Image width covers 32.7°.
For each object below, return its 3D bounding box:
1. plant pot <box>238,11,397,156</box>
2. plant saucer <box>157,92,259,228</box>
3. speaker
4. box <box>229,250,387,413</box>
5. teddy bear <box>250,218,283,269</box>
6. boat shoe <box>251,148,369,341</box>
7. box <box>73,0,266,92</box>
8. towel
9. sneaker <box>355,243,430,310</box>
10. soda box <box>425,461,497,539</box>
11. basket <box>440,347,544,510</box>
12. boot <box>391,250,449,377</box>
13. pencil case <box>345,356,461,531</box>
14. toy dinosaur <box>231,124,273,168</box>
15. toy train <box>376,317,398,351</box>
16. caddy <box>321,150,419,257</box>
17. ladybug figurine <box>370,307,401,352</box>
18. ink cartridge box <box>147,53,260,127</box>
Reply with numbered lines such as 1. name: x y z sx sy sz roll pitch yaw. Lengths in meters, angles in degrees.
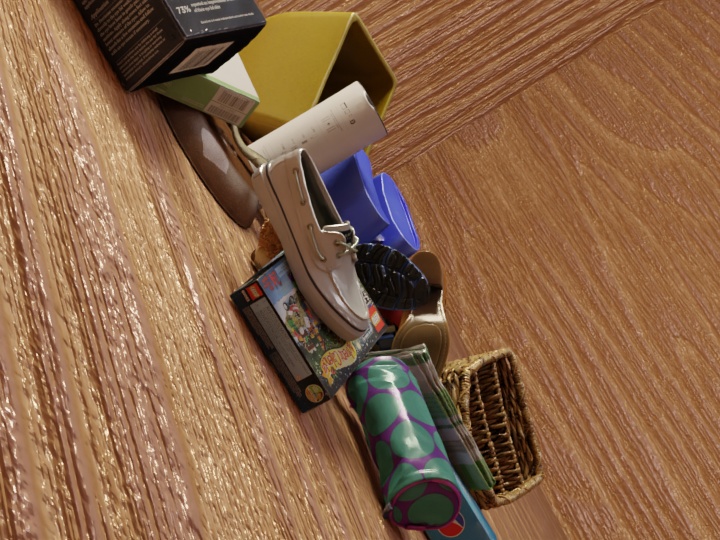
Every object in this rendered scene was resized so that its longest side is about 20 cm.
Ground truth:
1. plant pot: -0.095 -0.256 1.793 0.199 0.197 0.194 14 -17 27
2. plant saucer: -0.171 -0.145 1.459 0.201 0.037 0.200 58 5 -8
3. speaker: -0.069 -0.161 1.592 0.082 0.199 0.081 59 1 -1
4. box: -0.047 0.043 1.263 0.137 0.038 0.200 58 24 -7
5. teddy bear: -0.065 0.033 1.376 0.201 0.066 0.145 58 24 -15
6. boat shoe: -0.037 -0.027 1.231 0.201 0.067 0.074 59 25 -3
7. box: -0.218 -0.306 1.284 0.148 0.104 0.201 -26 85 -55
8. towel: 0.078 0.185 1.526 0.149 0.031 0.201 -13 -70 56
9. sneaker: 0.000 0.000 1.528 0.199 0.076 0.078 21 -2 23
10. soda box: 0.089 0.262 1.468 0.201 0.064 0.068 59 6 -4
11. basket: 0.162 0.218 1.659 0.143 0.148 0.202 -24 102 -84
12. boot: 0.086 0.079 1.644 0.155 0.073 0.202 68 30 -79
13. pencil case: 0.043 0.190 1.350 0.085 0.093 0.201 14 34 -27
14. toy dinosaur: -0.102 -0.110 1.503 0.200 0.047 0.088 46 13 -43
15. toy train: 0.053 0.151 1.675 0.046 0.034 0.201 -80 157 -56
16. caddy: -0.005 -0.070 1.658 0.141 0.105 0.201 41 22 -37
17. ladybug figurine: 0.008 0.045 1.723 0.201 0.072 0.136 56 -8 -17
18. ink cartridge box: -0.208 -0.267 1.437 0.145 0.048 0.201 19 33 -40
